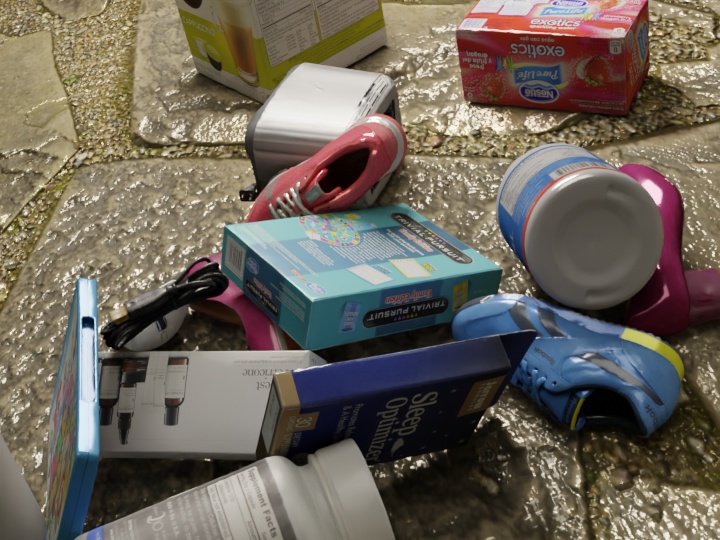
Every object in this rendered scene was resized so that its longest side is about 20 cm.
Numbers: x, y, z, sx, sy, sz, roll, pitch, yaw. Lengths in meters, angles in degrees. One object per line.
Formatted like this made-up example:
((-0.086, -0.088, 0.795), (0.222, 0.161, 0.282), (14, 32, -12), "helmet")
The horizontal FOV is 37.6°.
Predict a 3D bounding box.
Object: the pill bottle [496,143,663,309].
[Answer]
((0.176, -0.047, 0.902), (0.110, 0.114, 0.200), (-12, 15, 1), "pill bottle")

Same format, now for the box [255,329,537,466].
((0.028, 0.098, 0.756), (0.197, 0.122, 0.033), (-10, 57, -18), "box")

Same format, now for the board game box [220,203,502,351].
((0.000, 0.000, 0.922), (0.198, 0.048, 0.151), (-8, 30, -34), "board game box")

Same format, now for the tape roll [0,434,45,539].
((-0.347, 0.185, 0.771), (0.199, 0.141, 0.204), (-8, 38, 6), "tape roll")

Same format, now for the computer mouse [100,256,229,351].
((-0.178, 0.041, 0.928), (0.109, 0.044, 0.200), (-33, 2, -17), "computer mouse")

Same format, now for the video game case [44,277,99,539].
((-0.214, 0.121, 0.782), (0.018, 0.145, 0.201), (8, 31, -19), "video game case")

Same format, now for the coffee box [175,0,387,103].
((-0.111, -0.363, 1.359), (0.199, 0.200, 0.199), (-34, 41, -26), "coffee box")

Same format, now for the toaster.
((-0.035, -0.136, 1.114), (0.127, 0.115, 0.201), (6, 39, 21), "toaster")

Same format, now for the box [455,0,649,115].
((0.218, -0.248, 1.191), (0.197, 0.096, 0.100), (9, 42, 27), "box")

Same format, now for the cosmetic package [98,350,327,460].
((-0.129, 0.109, 0.847), (0.197, 0.051, 0.084), (-2, 76, 15), "cosmetic package")

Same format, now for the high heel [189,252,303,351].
((-0.115, 0.050, 0.946), (0.095, 0.068, 0.201), (-32, 45, 2), "high heel")

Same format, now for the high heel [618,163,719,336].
((0.238, -0.026, 0.916), (0.095, 0.068, 0.201), (-8, 39, -10), "high heel")

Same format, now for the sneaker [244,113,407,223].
((-0.047, -0.076, 1.002), (0.199, 0.074, 0.087), (-39, 2, 20), "sneaker")

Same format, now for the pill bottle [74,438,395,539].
((-0.079, 0.193, 0.698), (0.197, 0.115, 0.114), (-20, 37, -10), "pill bottle")

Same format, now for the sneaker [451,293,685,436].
((0.147, 0.075, 0.821), (0.198, 0.067, 0.079), (15, 49, 33), "sneaker")
